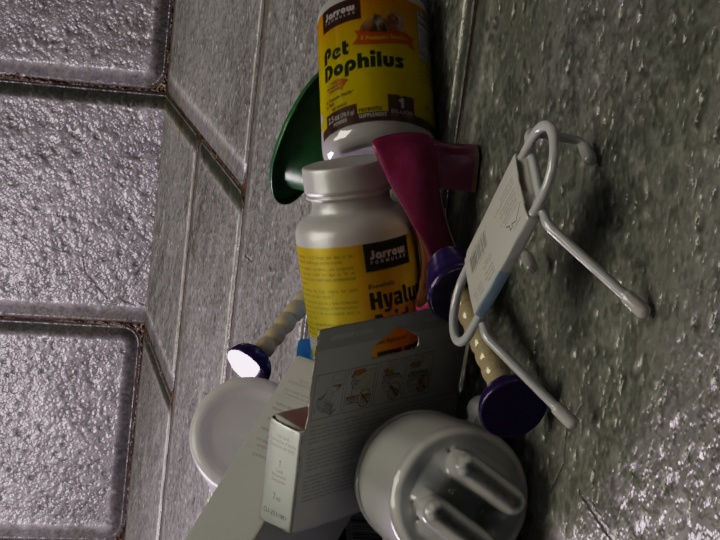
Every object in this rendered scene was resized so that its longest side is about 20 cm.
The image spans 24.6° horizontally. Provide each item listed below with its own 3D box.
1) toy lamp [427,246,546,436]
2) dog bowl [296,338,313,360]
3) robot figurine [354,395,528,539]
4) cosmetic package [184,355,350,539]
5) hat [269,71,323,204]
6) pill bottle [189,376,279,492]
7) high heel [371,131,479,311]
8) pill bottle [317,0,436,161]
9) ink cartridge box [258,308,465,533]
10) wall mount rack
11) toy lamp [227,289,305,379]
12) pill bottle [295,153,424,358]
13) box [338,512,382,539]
[{"bbox_3d":[0.093,0.047,1.292,0.200,0.058,0.059,-113,30,-56],"label":"toy lamp"},{"bbox_3d":[-0.011,0.022,1.646,0.111,0.049,0.201,-46,27,47],"label":"dog bowl"},{"bbox_3d":[0.060,0.171,1.299,0.170,0.113,0.200,-50,13,-7],"label":"robot figurine"},{"bbox_3d":[-0.059,0.188,1.423,0.071,0.101,0.201,17,68,40],"label":"cosmetic package"},{"bbox_3d":[0.015,-0.109,1.730,0.200,0.175,0.166,-46,-25,-48],"label":"hat"},{"bbox_3d":[-0.106,0.181,1.656,0.200,0.115,0.117,90,180,-75],"label":"pill bottle"},{"bbox_3d":[0.045,-0.019,1.436,0.067,0.095,0.202,-128,44,-68],"label":"high heel"},{"bbox_3d":[0.014,-0.194,1.572,0.109,0.108,0.201,124,146,-62],"label":"pill bottle"},{"bbox_3d":[0.007,0.114,1.377,0.043,0.199,0.175,19,109,39],"label":"ink cartridge box"},{"bbox_3d":[0.129,0.002,1.154,0.175,0.074,0.201,-96,22,-45],"label":"wall mount rack"},{"bbox_3d":[-0.061,0.034,1.723,0.200,0.058,0.058,-48,-7,-31],"label":"toy lamp"},{"bbox_3d":[0.000,0.000,1.497,0.111,0.110,0.202,-150,50,-74],"label":"pill bottle"},{"bbox_3d":[-0.015,0.303,1.536,0.197,0.123,0.201,112,157,-46],"label":"box"}]
